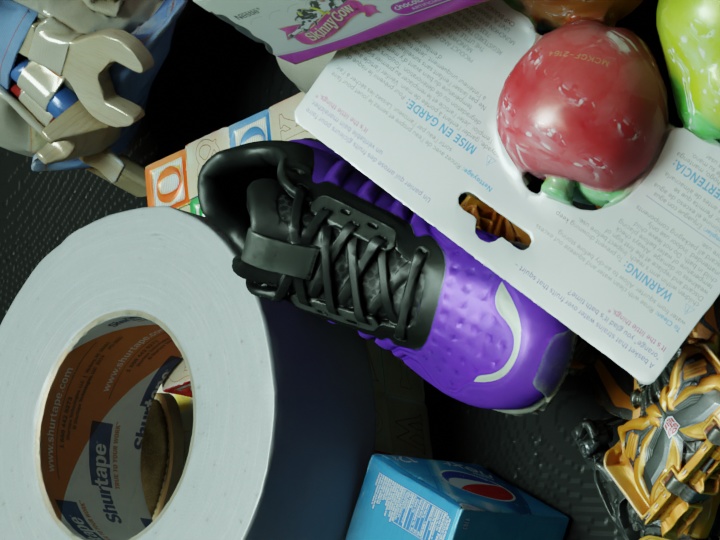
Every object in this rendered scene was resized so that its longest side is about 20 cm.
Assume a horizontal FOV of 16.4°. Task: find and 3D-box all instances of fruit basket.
[{"bbox_3d":[0.101,-0.087,0.958,0.185,0.094,0.201,36,95,21],"label":"fruit basket"}]

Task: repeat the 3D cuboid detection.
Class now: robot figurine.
[{"bbox_3d":[0.114,0.021,0.993,0.145,0.058,0.201,-56,45,31],"label":"robot figurine"}]

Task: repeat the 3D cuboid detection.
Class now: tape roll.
[{"bbox_3d":[-0.087,0.075,1.111,0.199,0.066,0.202,-12,72,40],"label":"tape roll"}]

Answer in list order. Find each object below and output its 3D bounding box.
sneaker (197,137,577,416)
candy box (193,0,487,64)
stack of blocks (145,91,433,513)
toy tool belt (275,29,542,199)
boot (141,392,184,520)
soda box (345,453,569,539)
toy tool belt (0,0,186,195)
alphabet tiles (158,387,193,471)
[{"bbox_3d":[0.000,0.000,1.013,0.200,0.099,0.070,34,110,46],"label":"sneaker"},{"bbox_3d":[0.017,-0.192,0.958,0.136,0.061,0.201,-13,58,44],"label":"candy box"},{"bbox_3d":[-0.034,0.032,1.158,0.115,0.058,0.201,-22,65,38],"label":"stack of blocks"},{"bbox_3d":[0.059,-0.135,1.068,0.123,0.125,0.201,34,110,20],"label":"toy tool belt"},{"bbox_3d":[-0.157,0.125,1.274,0.200,0.075,0.074,-44,45,41],"label":"boot"},{"bbox_3d":[0.018,0.184,1.068,0.064,0.068,0.201,27,104,47],"label":"soda box"},{"bbox_3d":[-0.131,-0.112,1.235,0.125,0.123,0.200,-51,-3,-27],"label":"toy tool belt"},{"bbox_3d":[-0.076,0.139,1.233,0.195,0.015,0.202,-9,75,49],"label":"alphabet tiles"}]
